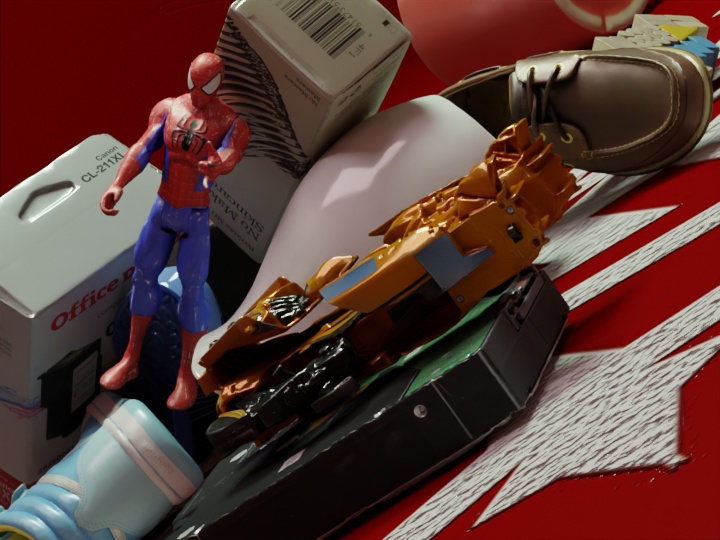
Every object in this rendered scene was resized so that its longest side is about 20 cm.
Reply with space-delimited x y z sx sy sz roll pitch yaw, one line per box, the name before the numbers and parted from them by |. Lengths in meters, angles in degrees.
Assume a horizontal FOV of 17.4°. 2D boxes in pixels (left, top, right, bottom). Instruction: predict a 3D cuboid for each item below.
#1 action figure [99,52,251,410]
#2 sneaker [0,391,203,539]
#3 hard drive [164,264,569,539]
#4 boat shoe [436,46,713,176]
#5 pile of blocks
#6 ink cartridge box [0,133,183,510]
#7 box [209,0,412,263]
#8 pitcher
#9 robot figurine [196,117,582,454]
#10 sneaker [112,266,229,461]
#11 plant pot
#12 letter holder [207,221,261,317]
action figure | -0.106 -0.017 1.268 0.099 0.065 0.201 -44 -32 -69
sneaker | -0.166 0.138 1.362 0.131 0.080 0.200 -43 1 -12
hard drive | 0.000 0.078 1.078 0.200 0.038 0.140 -35 6 20
boat shoe | 0.116 -0.089 1.336 0.067 0.072 0.200 -1 1 -36
pile of blocks | 0.177 -0.109 1.460 0.200 0.082 0.062 -30 -45 -58
ink cartridge box | -0.181 0.039 1.441 0.146 0.083 0.200 -39 -28 -35
box | -0.042 -0.089 1.320 0.068 0.082 0.200 -42 -11 -28
pitcher | -0.005 0.002 1.298 0.200 0.121 0.172 -47 12 -4
robot figurine | 0.006 0.011 1.091 0.200 0.058 0.145 -33 6 21
sneaker | -0.101 0.048 1.425 0.078 0.070 0.200 -44 -17 -30
plant pot | 0.158 -0.271 2.151 0.200 0.201 0.177 -40 18 -32
letter holder | -0.115 0.011 1.663 0.199 0.101 0.142 -15 10 17
